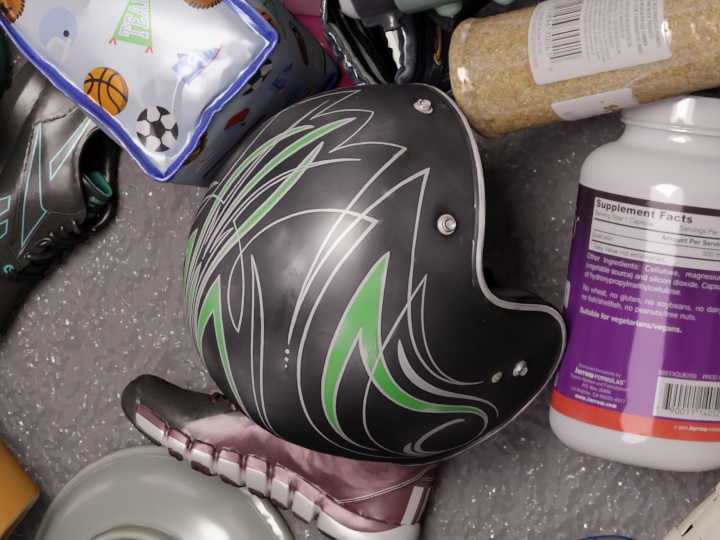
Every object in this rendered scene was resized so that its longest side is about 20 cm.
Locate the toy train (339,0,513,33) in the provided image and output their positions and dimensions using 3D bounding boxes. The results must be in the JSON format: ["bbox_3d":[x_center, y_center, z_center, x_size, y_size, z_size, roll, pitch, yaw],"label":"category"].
[{"bbox_3d":[0.068,-0.195,1.207,0.200,0.085,0.114,-13,95,13],"label":"toy train"}]

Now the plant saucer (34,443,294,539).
[{"bbox_3d":[-0.130,0.210,1.443,0.200,0.050,0.200,2,95,24],"label":"plant saucer"}]

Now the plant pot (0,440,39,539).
[{"bbox_3d":[-0.309,0.130,1.449,0.183,0.200,0.200,39,109,-1],"label":"plant pot"}]

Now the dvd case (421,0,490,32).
[{"bbox_3d":[0.025,-0.235,1.307,0.200,0.018,0.143,41,64,15],"label":"dvd case"}]

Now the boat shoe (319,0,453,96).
[{"bbox_3d":[0.007,-0.193,1.325,0.071,0.091,0.200,-23,85,28],"label":"boat shoe"}]

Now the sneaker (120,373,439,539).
[{"bbox_3d":[-0.036,0.080,1.387,0.200,0.076,0.116,27,99,9],"label":"sneaker"}]

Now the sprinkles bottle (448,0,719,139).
[{"bbox_3d":[0.146,-0.119,1.197,0.200,0.068,0.068,-10,90,30],"label":"sprinkles bottle"}]

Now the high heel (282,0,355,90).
[{"bbox_3d":[-0.096,-0.128,1.387,0.200,0.067,0.096,-9,80,20],"label":"high heel"}]

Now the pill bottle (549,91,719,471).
[{"bbox_3d":[0.169,0.003,1.263,0.112,0.112,0.200,10,97,22],"label":"pill bottle"}]

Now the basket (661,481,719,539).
[{"bbox_3d":[0.273,0.171,1.224,0.200,0.139,0.176,40,100,-11],"label":"basket"}]

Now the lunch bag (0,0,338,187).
[{"bbox_3d":[-0.124,-0.147,1.280,0.200,0.170,0.124,40,95,11],"label":"lunch bag"}]

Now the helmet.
[{"bbox_3d":[0.000,0.000,1.248,0.200,0.191,0.200,-21,49,27],"label":"helmet"}]

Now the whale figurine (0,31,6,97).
[{"bbox_3d":[-0.258,-0.106,1.413,0.200,0.104,0.159,47,117,54],"label":"whale figurine"}]

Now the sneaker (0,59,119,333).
[{"bbox_3d":[-0.203,-0.034,1.441,0.079,0.075,0.200,26,104,17],"label":"sneaker"}]

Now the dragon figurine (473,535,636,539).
[{"bbox_3d":[0.134,0.185,1.321,0.200,0.059,0.099,-17,88,23],"label":"dragon figurine"}]
